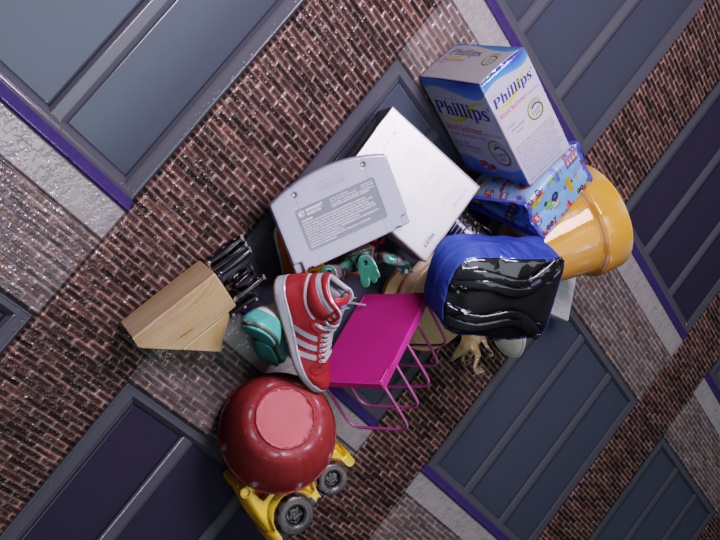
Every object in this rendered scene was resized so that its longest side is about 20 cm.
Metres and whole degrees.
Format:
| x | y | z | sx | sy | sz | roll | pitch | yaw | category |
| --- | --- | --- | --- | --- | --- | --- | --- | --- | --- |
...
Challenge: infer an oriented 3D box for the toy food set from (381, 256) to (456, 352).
| x | y | z | sx | sy | sz | roll | pitch | yaw | category |
| --- | --- | --- | --- | --- | --- | --- | --- | --- | --- |
| 0.134 | 0.058 | 1.569 | 0.198 | 0.048 | 0.201 | -34 | 124 | -21 | toy food set |

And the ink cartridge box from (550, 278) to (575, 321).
| x | y | z | sx | sy | sz | roll | pitch | yaw | category |
| --- | --- | --- | --- | --- | --- | --- | --- | --- | --- |
| 0.385 | -0.011 | 1.709 | 0.159 | 0.047 | 0.204 | 20 | 78 | -51 | ink cartridge box |

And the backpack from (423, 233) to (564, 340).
| x | y | z | sx | sy | sz | roll | pitch | yaw | category |
| --- | --- | --- | --- | --- | --- | --- | --- | --- | --- |
| 0.201 | 0.022 | 1.394 | 0.196 | 0.168 | 0.166 | -1 | 114 | -21 | backpack |

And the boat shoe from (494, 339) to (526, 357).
| x | y | z | sx | sy | sz | roll | pitch | yaw | category |
| --- | --- | --- | --- | --- | --- | --- | --- | --- | --- |
| 0.287 | 0.081 | 1.626 | 0.061 | 0.071 | 0.204 | -54 | 141 | -39 | boat shoe |

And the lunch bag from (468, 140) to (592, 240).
| x | y | z | sx | sy | sz | roll | pitch | yaw | category |
| --- | --- | --- | --- | --- | --- | --- | --- | --- | --- |
| 0.274 | -0.158 | 1.484 | 0.151 | 0.199 | 0.095 | -47 | 129 | -14 | lunch bag |

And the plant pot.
| x | y | z | sx | sy | sz | roll | pitch | yaw | category |
| --- | --- | --- | --- | --- | --- | --- | --- | --- | --- |
| 0.355 | -0.062 | 1.534 | 0.181 | 0.200 | 0.203 | -26 | 121 | -15 | plant pot |

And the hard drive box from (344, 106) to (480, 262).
| x | y | z | sx | sy | sz | roll | pitch | yaw | category |
| --- | --- | --- | --- | --- | --- | --- | --- | --- | --- |
| 0.069 | -0.138 | 1.384 | 0.199 | 0.077 | 0.157 | 40 | 84 | -15 | hard drive box |

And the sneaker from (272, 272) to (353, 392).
| x | y | z | sx | sy | sz | roll | pitch | yaw | category |
| --- | --- | --- | --- | --- | --- | --- | --- | --- | --- |
| -0.054 | 0.095 | 1.303 | 0.071 | 0.110 | 0.203 | -59 | 136 | -59 | sneaker |

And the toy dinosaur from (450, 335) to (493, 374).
| x | y | z | sx | sy | sz | roll | pitch | yaw | category |
| --- | --- | --- | --- | --- | --- | --- | --- | --- | --- |
| 0.211 | 0.146 | 1.650 | 0.200 | 0.057 | 0.103 | -40 | 126 | -41 | toy dinosaur |

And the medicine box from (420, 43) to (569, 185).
| x | y | z | sx | sy | sz | roll | pitch | yaw | category |
| --- | --- | --- | --- | --- | --- | --- | --- | --- | --- |
| 0.220 | -0.261 | 1.406 | 0.103 | 0.182 | 0.201 | -42 | 120 | -12 | medicine box |

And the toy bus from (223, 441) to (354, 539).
| x | y | z | sx | sy | sz | roll | pitch | yaw | category |
| --- | --- | --- | --- | --- | --- | --- | --- | --- | --- |
| -0.138 | 0.324 | 1.448 | 0.200 | 0.135 | 0.193 | -42 | 111 | -16 | toy bus |

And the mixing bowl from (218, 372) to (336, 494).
| x | y | z | sx | sy | sz | roll | pitch | yaw | category |
| --- | --- | --- | --- | --- | --- | --- | --- | --- | --- |
| -0.125 | 0.247 | 1.355 | 0.196 | 0.109 | 0.204 | 4 | 68 | -11 | mixing bowl |

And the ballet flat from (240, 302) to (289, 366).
| x | y | z | sx | sy | sz | roll | pitch | yaw | category |
| --- | --- | --- | --- | --- | --- | --- | --- | --- | --- |
| -0.143 | 0.089 | 1.338 | 0.201 | 0.066 | 0.071 | 83 | 31 | -68 | ballet flat |

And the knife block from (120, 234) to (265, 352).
| x | y | z | sx | sy | sz | roll | pitch | yaw | category |
| --- | --- | --- | --- | --- | --- | --- | --- | --- | --- |
| -0.245 | 0.028 | 1.283 | 0.197 | 0.064 | 0.179 | 7 | 104 | -36 | knife block |

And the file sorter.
| x | y | z | sx | sy | sz | roll | pitch | yaw | category |
| --- | --- | --- | --- | --- | --- | --- | --- | --- | --- |
| 0.044 | 0.154 | 1.434 | 0.126 | 0.137 | 0.201 | 59 | 44 | -31 | file sorter |

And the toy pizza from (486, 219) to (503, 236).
| x | y | z | sx | sy | sz | roll | pitch | yaw | category |
| --- | --- | --- | --- | --- | --- | --- | --- | --- | --- |
| 0.286 | -0.041 | 1.642 | 0.198 | 0.032 | 0.204 | -19 | 120 | -35 | toy pizza |

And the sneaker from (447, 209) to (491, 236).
| x | y | z | sx | sy | sz | roll | pitch | yaw | category |
| --- | --- | --- | --- | --- | --- | --- | --- | --- | --- |
| 0.187 | -0.072 | 1.504 | 0.202 | 0.077 | 0.070 | 61 | 36 | -17 | sneaker |

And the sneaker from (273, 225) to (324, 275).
| x | y | z | sx | sy | sz | roll | pitch | yaw | category |
| --- | --- | --- | --- | --- | --- | --- | --- | --- | --- |
| -0.089 | 0.009 | 1.377 | 0.072 | 0.077 | 0.203 | -32 | 125 | -22 | sneaker |

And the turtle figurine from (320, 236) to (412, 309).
| x | y | z | sx | sy | sz | roll | pitch | yaw | category |
| --- | --- | --- | --- | --- | --- | --- | --- | --- | --- |
| 0.000 | 0.000 | 1.401 | 0.148 | 0.200 | 0.102 | -33 | 86 | 13 | turtle figurine |

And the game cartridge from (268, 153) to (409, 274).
| x | y | z | sx | sy | sz | roll | pitch | yaw | category |
| --- | --- | --- | --- | --- | --- | --- | --- | --- | --- |
| -0.034 | -0.096 | 1.303 | 0.197 | 0.041 | 0.135 | -24 | 99 | -9 | game cartridge |
